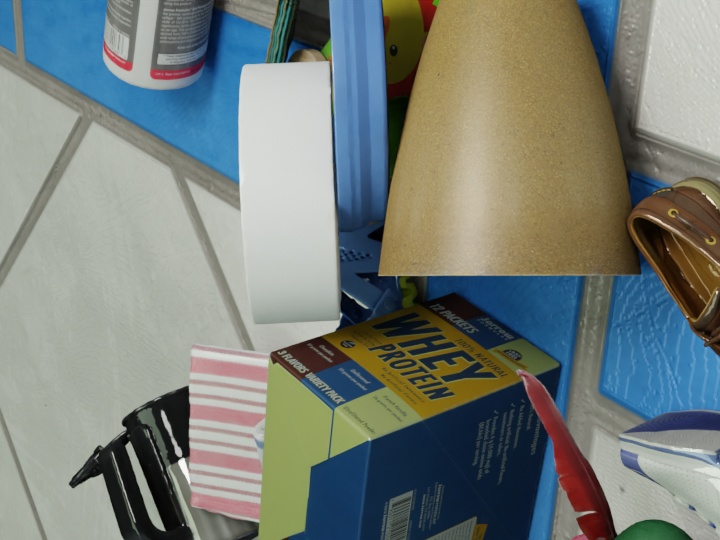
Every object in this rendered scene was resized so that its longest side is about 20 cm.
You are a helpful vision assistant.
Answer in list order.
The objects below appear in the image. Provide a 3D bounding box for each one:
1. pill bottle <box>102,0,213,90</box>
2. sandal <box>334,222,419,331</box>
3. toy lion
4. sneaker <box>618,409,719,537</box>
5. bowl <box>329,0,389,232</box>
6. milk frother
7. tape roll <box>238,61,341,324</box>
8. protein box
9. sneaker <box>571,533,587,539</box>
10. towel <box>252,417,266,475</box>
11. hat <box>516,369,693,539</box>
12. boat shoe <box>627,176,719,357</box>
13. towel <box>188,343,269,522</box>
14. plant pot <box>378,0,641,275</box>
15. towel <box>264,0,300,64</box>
[{"bbox_3d":[-0.202,-0.298,1.236,0.111,0.110,0.202,46,136,34],"label":"pill bottle"},{"bbox_3d":[0.000,0.000,1.088,0.079,0.086,0.203,-29,77,56],"label":"sandal"},{"bbox_3d":[0.028,-0.169,1.014,0.192,0.068,0.202,-42,68,44],"label":"toy lion"},{"bbox_3d":[0.259,0.165,0.792,0.198,0.080,0.117,8,107,51],"label":"sneaker"},{"bbox_3d":[-0.001,-0.131,0.904,0.201,0.039,0.204,178,90,-89],"label":"bowl"},{"bbox_3d":[-0.237,0.267,1.444,0.190,0.178,0.200,66,148,14],"label":"milk frother"},{"bbox_3d":[-0.053,-0.059,0.943,0.202,0.070,0.206,177,90,-89],"label":"tape roll"},{"bbox_3d":[0.036,0.156,0.995,0.134,0.198,0.201,34,129,42],"label":"protein box"},{"bbox_3d":[0.180,0.309,0.962,0.075,0.079,0.204,-158,63,-72],"label":"sneaker"},{"bbox_3d":[-0.020,0.166,1.080,0.024,0.146,0.202,37,151,38],"label":"towel"},{"bbox_3d":[0.213,0.185,0.850,0.164,0.199,0.179,1,73,36],"label":"hat"},{"bbox_3d":[0.242,0.030,0.775,0.201,0.067,0.072,58,142,23],"label":"boat shoe"},{"bbox_3d":[-0.115,0.178,1.301,0.144,0.030,0.203,7,109,13],"label":"towel"},{"bbox_3d":[0.102,-0.096,0.849,0.185,0.184,0.204,-2,89,54],"label":"plant pot"},{"bbox_3d":[-0.055,-0.256,1.055,0.148,0.021,0.202,-80,5,-50],"label":"towel"}]
